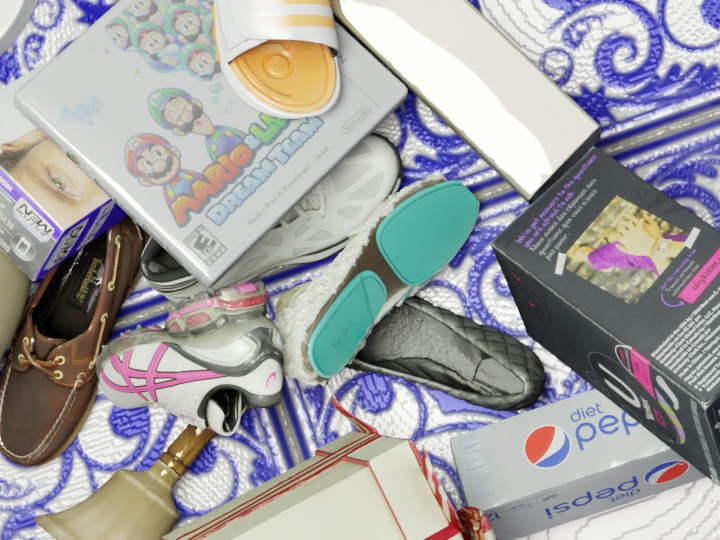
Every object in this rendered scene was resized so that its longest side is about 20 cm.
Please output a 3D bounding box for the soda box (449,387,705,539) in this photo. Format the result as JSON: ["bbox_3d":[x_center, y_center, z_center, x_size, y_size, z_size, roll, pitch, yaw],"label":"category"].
[{"bbox_3d":[0.168,0.124,1.538,0.200,0.068,0.063,-19,59,6],"label":"soda box"}]

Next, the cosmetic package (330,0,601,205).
[{"bbox_3d":[0.072,-0.139,1.545,0.200,0.104,0.073,45,93,7],"label":"cosmetic package"}]

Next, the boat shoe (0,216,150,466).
[{"bbox_3d":[-0.215,0.046,1.589,0.070,0.070,0.200,21,92,12],"label":"boat shoe"}]

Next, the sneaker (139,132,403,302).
[{"bbox_3d":[-0.063,-0.035,1.551,0.200,0.115,0.076,-29,86,5],"label":"sneaker"}]

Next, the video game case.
[{"bbox_3d":[-0.098,-0.116,1.492,0.182,0.024,0.200,43,69,4],"label":"video game case"}]

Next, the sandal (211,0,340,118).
[{"bbox_3d":[-0.065,-0.201,1.484,0.079,0.059,0.207,-10,74,-15],"label":"sandal"}]

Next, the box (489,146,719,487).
[{"bbox_3d":[0.198,0.031,1.469,0.106,0.122,0.200,-42,54,-12],"label":"box"}]

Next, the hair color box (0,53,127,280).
[{"bbox_3d":[-0.190,-0.089,1.528,0.109,0.200,0.065,44,134,5],"label":"hair color box"}]

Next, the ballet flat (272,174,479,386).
[{"bbox_3d":[0.000,0.000,1.547,0.072,0.072,0.200,42,60,5],"label":"ballet flat"}]

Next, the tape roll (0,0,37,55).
[{"bbox_3d":[-0.330,-0.233,1.624,0.203,0.037,0.203,0,90,6],"label":"tape roll"}]

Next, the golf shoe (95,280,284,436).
[{"bbox_3d":[-0.120,0.074,1.520,0.073,0.200,0.092,-12,81,-34],"label":"golf shoe"}]

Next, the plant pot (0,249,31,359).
[{"bbox_3d":[-0.304,-0.017,1.556,0.200,0.200,0.134,40,62,5],"label":"plant pot"}]

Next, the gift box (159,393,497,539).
[{"bbox_3d":[-0.013,0.198,1.483,0.187,0.185,0.200,-26,99,-14],"label":"gift box"}]

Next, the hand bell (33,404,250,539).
[{"bbox_3d":[-0.128,0.132,1.580,0.104,0.104,0.200,38,82,6],"label":"hand bell"}]

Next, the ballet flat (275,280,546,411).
[{"bbox_3d":[0.036,0.048,1.567,0.200,0.057,0.066,16,89,9],"label":"ballet flat"}]
